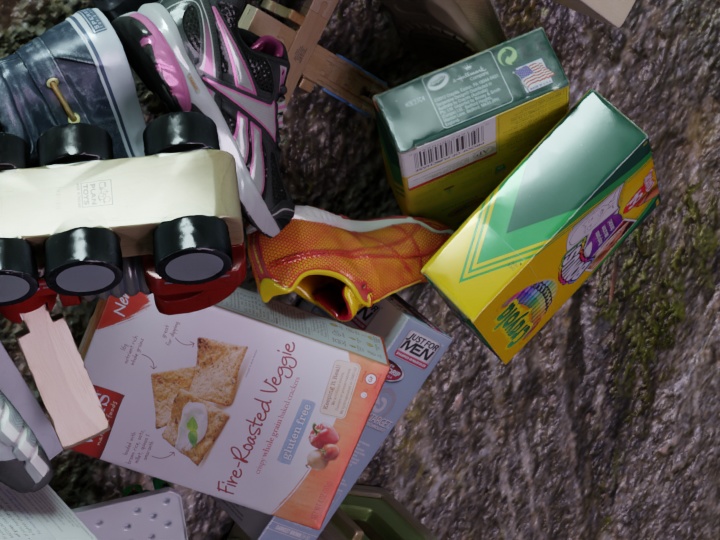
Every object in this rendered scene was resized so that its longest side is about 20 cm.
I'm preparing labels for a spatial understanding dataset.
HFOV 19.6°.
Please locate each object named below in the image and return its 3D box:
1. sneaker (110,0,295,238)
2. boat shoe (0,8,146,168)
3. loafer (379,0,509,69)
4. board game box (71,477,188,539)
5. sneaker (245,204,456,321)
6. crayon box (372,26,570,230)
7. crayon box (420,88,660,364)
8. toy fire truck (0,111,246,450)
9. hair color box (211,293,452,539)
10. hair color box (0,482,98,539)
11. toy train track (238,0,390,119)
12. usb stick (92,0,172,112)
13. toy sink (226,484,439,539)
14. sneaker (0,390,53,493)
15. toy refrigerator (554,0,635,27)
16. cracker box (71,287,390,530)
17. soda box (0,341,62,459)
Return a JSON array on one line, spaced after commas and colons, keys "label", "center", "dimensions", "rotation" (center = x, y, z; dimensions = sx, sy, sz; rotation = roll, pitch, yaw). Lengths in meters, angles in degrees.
[{"label": "sneaker", "center": [-0.075, -0.105, 1.324], "dimensions": [0.086, 0.080, 0.200], "rotation": [-38, 140, -11]}, {"label": "boat shoe", "center": [-0.179, -0.069, 1.325], "dimensions": [0.091, 0.071, 0.200], "rotation": [-26, 131, -13]}, {"label": "loafer", "center": [0.056, -0.193, 1.423], "dimensions": [0.068, 0.076, 0.200], "rotation": [-65, 148, -12]}, {"label": "board game box", "center": [-0.217, 0.243, 1.490], "dimensions": [0.200, 0.026, 0.200], "rotation": [-12, 129, -10]}, {"label": "sneaker", "center": [0.000, 0.000, 1.472], "dimensions": [0.200, 0.073, 0.077], "rotation": [1, 75, -39]}, {"label": "crayon box", "center": [0.080, -0.089, 1.475], "dimensions": [0.127, 0.051, 0.200], "rotation": [-23, 161, -4]}, {"label": "crayon box", "center": [0.134, -0.025, 1.488], "dimensions": [0.173, 0.058, 0.200], "rotation": [-47, 165, -1]}, {"label": "toy fire truck", "center": [-0.158, 0.012, 1.293], "dimensions": [0.176, 0.129, 0.200], "rotation": [-7, 154, -4]}, {"label": "hair color box", "center": [-0.031, 0.101, 1.541], "dimensions": [0.061, 0.099, 0.200], "rotation": [27, 100, -47]}, {"label": "hair color box", "center": [-0.269, 0.174, 1.277], "dimensions": [0.200, 0.109, 0.065], "rotation": [2, 119, -46]}, {"label": "toy train track", "center": [-0.028, -0.139, 1.428], "dimensions": [0.200, 0.033, 0.115], "rotation": [25, 92, -53]}, {"label": "usb stick", "center": [-0.111, -0.131, 1.359], "dimensions": [0.055, 0.033, 0.200], "rotation": [-49, 138, -12]}, {"label": "toy sink", "center": [-0.033, 0.235, 1.614], "dimensions": [0.200, 0.130, 0.112], "rotation": [11, 110, -44]}, {"label": "sneaker", "center": [-0.278, 0.089, 1.252], "dimensions": [0.115, 0.075, 0.200], "rotation": [-40, 127, -10]}, {"label": "toy refrigerator", "center": [0.123, -0.248, 1.452], "dimensions": [0.200, 0.070, 0.076], "rotation": [25, 94, -48]}, {"label": "cracker box", "center": [-0.096, 0.082, 1.432], "dimensions": [0.200, 0.058, 0.134], "rotation": [19, 108, -11]}, {"label": "soda box", "center": [-0.265, 0.058, 1.336], "dimensions": [0.068, 0.064, 0.200], "rotation": [-37, 137, -14]}]
